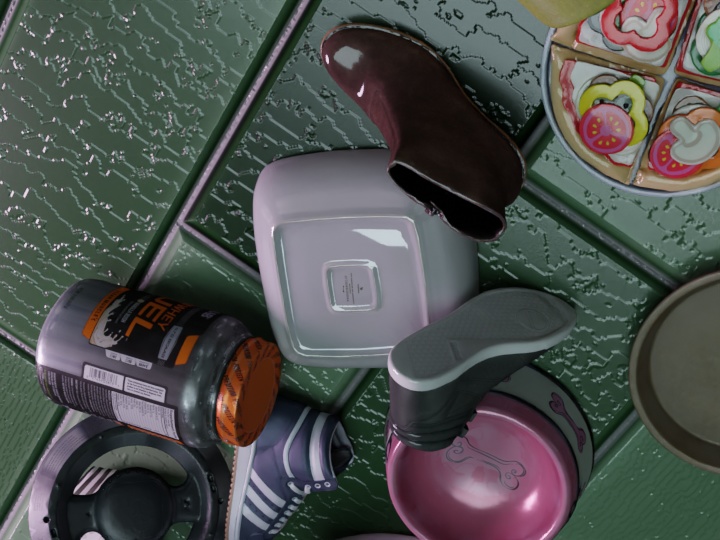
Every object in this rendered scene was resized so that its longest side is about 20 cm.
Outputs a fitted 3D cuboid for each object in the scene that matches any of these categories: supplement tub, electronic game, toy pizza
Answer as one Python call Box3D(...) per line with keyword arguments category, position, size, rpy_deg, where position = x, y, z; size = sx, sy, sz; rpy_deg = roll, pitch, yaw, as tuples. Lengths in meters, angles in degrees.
Box3D(category="supplement tub", position=(-0.180, 0.087, 0.987), size=(0.199, 0.123, 0.123), rpy_deg=(14, 116, 16))
Box3D(category="electronic game", position=(-0.221, 0.233, 1.063), size=(0.198, 0.042, 0.202), rpy_deg=(2, 83, -16))
Box3D(category="toy pizza", position=(0.239, -0.149, 0.841), size=(0.199, 0.032, 0.202), rpy_deg=(5, 114, 12))

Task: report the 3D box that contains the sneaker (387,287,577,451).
Box3D(category="sneaker", position=(0.097, 0.083, 0.916), size=(0.071, 0.199, 0.100), rpy_deg=(43, 139, 34))

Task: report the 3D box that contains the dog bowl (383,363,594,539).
Box3D(category="dog bowl", position=(0.111, 0.180, 0.994), size=(0.199, 0.074, 0.202), rpy_deg=(5, 114, 12))

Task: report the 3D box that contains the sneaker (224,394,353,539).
Box3D(category="sneaker", position=(-0.068, 0.217, 1.058), size=(0.108, 0.070, 0.201), rpy_deg=(12, 112, 11))

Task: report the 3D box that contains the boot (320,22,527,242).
Box3D(category="boot", position=(0.041, -0.112, 0.831), size=(0.199, 0.167, 0.073), rpy_deg=(34, 117, -2))

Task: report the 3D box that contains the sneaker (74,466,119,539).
Box3D(category="sneaker", position=(-0.274, 0.295, 1.151), size=(0.115, 0.076, 0.202), rpy_deg=(17, 108, 15))

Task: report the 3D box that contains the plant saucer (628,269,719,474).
Box3D(category="plant saucer", position=(0.329, 0.085, 0.923), size=(0.198, 0.029, 0.201), rpy_deg=(5, 114, 11))

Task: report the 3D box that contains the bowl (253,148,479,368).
Box3D(category="bowl", position=(0.000, 0.000, 0.945), size=(0.198, 0.075, 0.201), rpy_deg=(-2, 111, 14))

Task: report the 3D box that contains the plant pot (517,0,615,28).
Box3D(category="plant pot", position=(0.123, -0.277, 0.741), size=(0.200, 0.201, 0.184), rpy_deg=(-37, 112, 25))

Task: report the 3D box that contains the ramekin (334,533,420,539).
Box3D(category="ramekin", position=(0.014, 0.323, 1.020), size=(0.201, 0.202, 0.095), rpy_deg=(-1, 100, 14))
